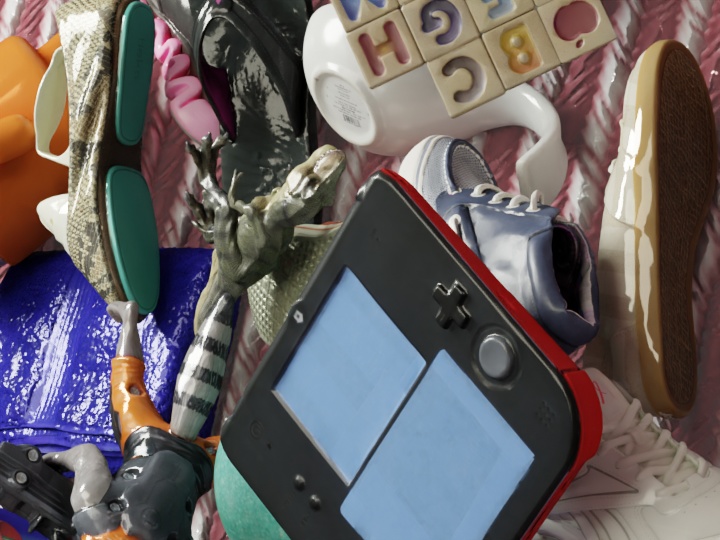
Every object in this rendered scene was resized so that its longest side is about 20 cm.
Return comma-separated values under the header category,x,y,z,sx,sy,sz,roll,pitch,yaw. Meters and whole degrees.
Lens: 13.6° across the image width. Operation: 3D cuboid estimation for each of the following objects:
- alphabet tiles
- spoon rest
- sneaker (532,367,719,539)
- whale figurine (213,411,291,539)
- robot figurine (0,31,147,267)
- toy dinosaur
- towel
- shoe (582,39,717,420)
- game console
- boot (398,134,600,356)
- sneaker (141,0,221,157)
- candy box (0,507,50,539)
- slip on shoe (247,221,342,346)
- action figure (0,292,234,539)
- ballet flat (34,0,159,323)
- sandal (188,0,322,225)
category,x,y,z,sx,sy,sz,roll,pitch,yaw
alphabet tiles,0.052,-0.193,1.622,0.166,0.006,0.201,-25,84,5
spoon rest,0.043,-0.091,1.677,0.061,0.100,0.200,-37,45,-27
sneaker,0.127,0.099,1.476,0.199,0.078,0.100,8,118,45
whale figurine,-0.010,0.119,1.595,0.160,0.103,0.200,-62,29,5
robot figurine,-0.229,-0.067,1.881,0.200,0.117,0.144,-40,30,-1
toy dinosaur,-0.071,-0.022,1.707,0.088,0.047,0.200,62,144,24
towel,-0.162,0.055,1.835,0.199,0.049,0.149,-1,73,45
shoe,0.143,-0.022,1.545,0.053,0.070,0.201,-7,70,34
game console,0.021,0.077,1.475,0.177,0.031,0.200,47,127,21
boot,0.076,-0.013,1.535,0.090,0.073,0.201,-38,37,27
sneaker,-0.087,-0.161,1.844,0.095,0.079,0.201,-39,56,19
candy box,-0.175,0.220,1.665,0.077,0.200,0.170,-45,48,20
slip on shoe,0.000,0.000,1.693,0.200,0.061,0.075,-25,75,51
action figure,-0.136,0.101,1.668,0.105,0.199,0.194,-42,24,55
ballet flat,-0.158,-0.066,1.792,0.075,0.068,0.201,-5,83,23
sandal,-0.061,-0.107,1.747,0.075,0.048,0.202,-10,92,22
